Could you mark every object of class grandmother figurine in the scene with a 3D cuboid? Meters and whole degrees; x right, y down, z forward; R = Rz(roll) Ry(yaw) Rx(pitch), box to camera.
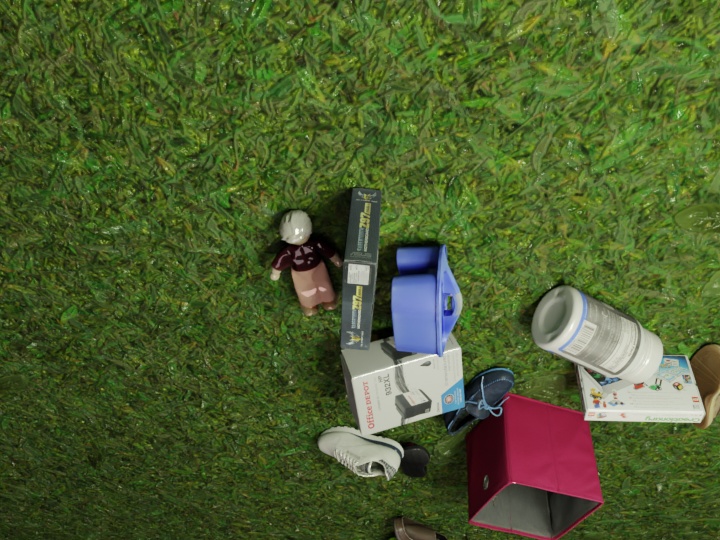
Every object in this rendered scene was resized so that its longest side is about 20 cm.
[{"bbox_3d":[-0.091,-0.013,1.145,0.121,0.061,0.200,-21,133,-12],"label":"grandmother figurine"}]

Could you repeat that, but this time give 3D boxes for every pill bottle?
[{"bbox_3d":[0.398,0.112,1.180,0.200,0.114,0.114,24,133,-19],"label":"pill bottle"}]

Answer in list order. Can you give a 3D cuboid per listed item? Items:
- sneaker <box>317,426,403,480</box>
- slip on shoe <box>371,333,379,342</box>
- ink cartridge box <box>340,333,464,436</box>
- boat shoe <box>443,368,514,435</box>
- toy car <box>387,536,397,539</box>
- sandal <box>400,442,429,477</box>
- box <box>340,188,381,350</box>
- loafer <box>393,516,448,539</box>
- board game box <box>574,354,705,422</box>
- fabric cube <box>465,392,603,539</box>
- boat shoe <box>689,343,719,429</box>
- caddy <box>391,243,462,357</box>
[{"bbox_3d":[-0.010,0.394,1.511,0.200,0.081,0.076,3,130,26],"label":"sneaker"},{"bbox_3d":[0.047,0.193,1.333,0.061,0.074,0.200,-18,127,18],"label":"slip on shoe"},{"bbox_3d":[0.076,0.194,1.256,0.200,0.084,0.145,-14,124,-9],"label":"ink cartridge box"},{"bbox_3d":[0.238,0.266,1.386,0.084,0.069,0.200,20,134,-14],"label":"boat shoe"},{"bbox_3d":[0.055,0.818,1.961,0.200,0.158,0.164,4,141,45],"label":"toy car"},{"bbox_3d":[0.119,0.419,1.584,0.075,0.045,0.200,5,151,8],"label":"sandal"},{"bbox_3d":[0.000,0.000,1.073,0.051,0.158,0.200,5,137,1],"label":"box"},{"bbox_3d":[0.162,0.687,1.838,0.071,0.073,0.200,-37,128,22],"label":"loafer"},{"bbox_3d":[0.494,0.208,1.260,0.200,0.126,0.035,0,135,6],"label":"board game box"},{"bbox_3d":[0.339,0.397,1.420,0.200,0.200,0.196,15,136,-10],"label":"fabric cube"},{"bbox_3d":[0.654,0.206,1.296,0.072,0.072,0.200,-21,126,-16],"label":"boat shoe"},{"bbox_3d":[0.110,0.048,1.125,0.105,0.142,0.200,3,137,10],"label":"caddy"}]
